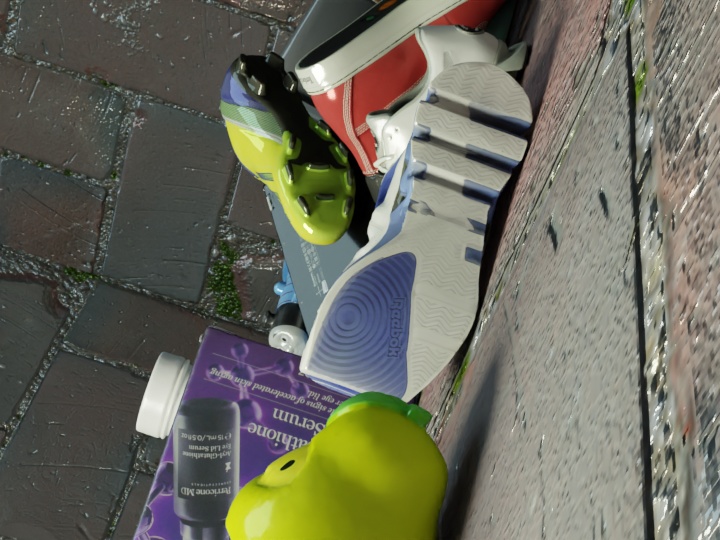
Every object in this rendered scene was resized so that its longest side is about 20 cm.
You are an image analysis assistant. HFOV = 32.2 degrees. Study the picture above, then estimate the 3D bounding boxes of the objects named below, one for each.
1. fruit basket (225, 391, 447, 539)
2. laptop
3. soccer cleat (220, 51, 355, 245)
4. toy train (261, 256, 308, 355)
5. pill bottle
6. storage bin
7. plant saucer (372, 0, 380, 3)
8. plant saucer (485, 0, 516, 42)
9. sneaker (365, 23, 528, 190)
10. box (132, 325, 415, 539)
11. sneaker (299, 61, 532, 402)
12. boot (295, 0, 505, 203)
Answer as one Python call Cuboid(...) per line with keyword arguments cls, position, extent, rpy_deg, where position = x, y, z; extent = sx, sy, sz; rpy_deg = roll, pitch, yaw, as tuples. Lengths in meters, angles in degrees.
Cuboid(cls="fruit basket", position=(-0.038, 0.154, 0.554), extent=(0.216, 0.155, 0.216), rpy_deg=(180, 90, -86))
Cuboid(cls="laptop", position=(0.000, 0.000, 1.021), extent=(0.200, 0.116, 0.188), rpy_deg=(-40, 54, 31))
Cuboid(cls="soccer cleat", position=(-0.059, -0.088, 0.990), extent=(0.200, 0.065, 0.084), rpy_deg=(62, 145, 33))
Cuboid(cls="toy train", position=(-0.027, 0.022, 1.217), extent=(0.087, 0.114, 0.200), rpy_deg=(111, 176, -48))
Cuboid(cls="pill bottle", position=(-0.113, 0.148, 1.227), extent=(0.111, 0.199, 0.111), rpy_deg=(-162, 90, -87))
Cuboid(cls="storage bin", position=(0.009, -0.185, 1.205), extent=(0.135, 0.200, 0.146), rpy_deg=(-60, 5, 9))
Cuboid(cls="plant saucer", position=(0.032, -0.279, 1.188), extent=(0.035, 0.200, 0.200), rpy_deg=(-56, 8, 19))
Cuboid(cls="plant saucer", position=(0.085, -0.167, 1.050), extent=(0.200, 0.036, 0.201), rpy_deg=(-162, 90, -87))
Cuboid(cls="sneaker", position=(0.039, -0.069, 0.840), extent=(0.074, 0.088, 0.201), rpy_deg=(-93, 20, -78))
Cuboid(cls="box", position=(-0.064, 0.160, 0.800), extent=(0.104, 0.148, 0.200), rpy_deg=(116, 171, -63))
Cuboid(cls="sneaker", position=(0.038, -0.015, 0.731), extent=(0.115, 0.080, 0.200), rpy_deg=(103, -169, -83))
Cuboid(cls="boot", position=(0.068, -0.139, 0.898), extent=(0.200, 0.144, 0.072), rpy_deg=(-37, 22, -11))
